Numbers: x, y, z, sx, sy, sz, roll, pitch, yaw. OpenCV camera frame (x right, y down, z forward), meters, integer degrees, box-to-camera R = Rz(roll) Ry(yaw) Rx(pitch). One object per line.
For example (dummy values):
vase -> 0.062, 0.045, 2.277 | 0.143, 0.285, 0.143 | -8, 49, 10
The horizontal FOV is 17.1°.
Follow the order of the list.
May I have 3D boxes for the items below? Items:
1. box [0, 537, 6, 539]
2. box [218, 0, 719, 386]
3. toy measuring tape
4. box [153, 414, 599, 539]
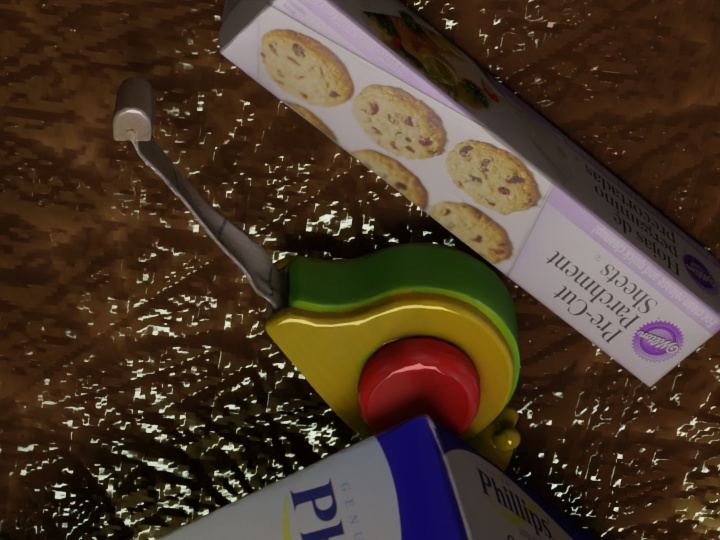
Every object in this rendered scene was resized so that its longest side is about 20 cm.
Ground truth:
box -> -0.224, 0.129, 0.911 | 0.200, 0.038, 0.137 | 30, 120, -19
box -> 0.040, -0.036, 0.795 | 0.200, 0.039, 0.041 | 38, 118, -23
toy measuring tape -> 0.000, 0.000, 0.803 | 0.073, 0.074, 0.200 | -29, 120, 18
box -> -0.007, 0.162, 0.854 | 0.200, 0.105, 0.184 | -27, 147, 17
